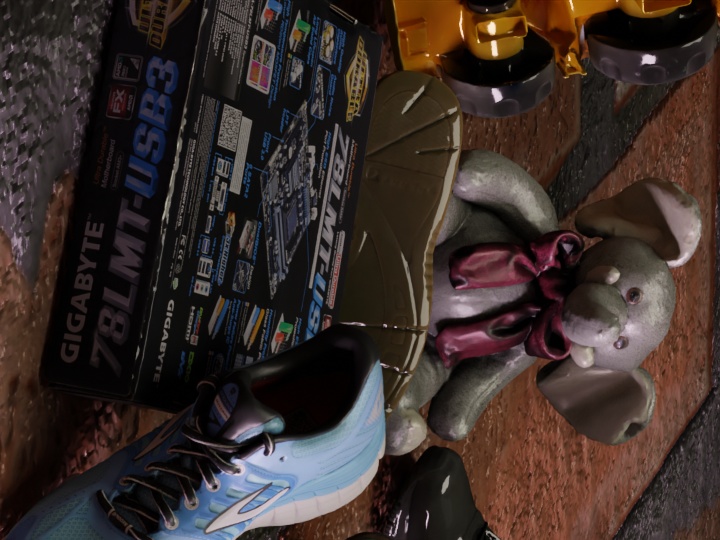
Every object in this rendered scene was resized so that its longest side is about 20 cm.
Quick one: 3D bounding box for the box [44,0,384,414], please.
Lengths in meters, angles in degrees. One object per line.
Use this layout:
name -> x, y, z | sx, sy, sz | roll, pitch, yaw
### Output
box -> -0.058, -0.033, 1.144 | 0.198, 0.049, 0.201 | 19, 80, -68

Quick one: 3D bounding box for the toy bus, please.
toy bus -> 0.092, -0.191, 1.341 | 0.192, 0.199, 0.136 | -115, -166, -52

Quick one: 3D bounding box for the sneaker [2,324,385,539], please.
sneaker -> -0.069, 0.078, 1.049 | 0.200, 0.078, 0.090 | -33, 154, -32

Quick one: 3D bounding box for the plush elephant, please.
plush elephant -> 0.101, 0.017, 1.407 | 0.200, 0.154, 0.166 | -19, 115, -65

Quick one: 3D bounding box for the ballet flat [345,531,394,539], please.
ballet flat -> -0.020, 0.231, 1.323 | 0.068, 0.068, 0.201 | 30, 80, -77

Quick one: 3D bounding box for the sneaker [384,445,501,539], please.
sneaker -> 0.068, 0.182, 1.476 | 0.076, 0.090, 0.201 | -57, 146, -42

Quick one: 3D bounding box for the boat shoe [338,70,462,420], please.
boat shoe -> -0.001, -0.001, 1.271 | 0.066, 0.071, 0.202 | -158, -96, -77

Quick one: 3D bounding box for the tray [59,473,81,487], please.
tray -> -0.059, 0.175, 1.069 | 0.108, 0.199, 0.022 | -63, -176, -37
